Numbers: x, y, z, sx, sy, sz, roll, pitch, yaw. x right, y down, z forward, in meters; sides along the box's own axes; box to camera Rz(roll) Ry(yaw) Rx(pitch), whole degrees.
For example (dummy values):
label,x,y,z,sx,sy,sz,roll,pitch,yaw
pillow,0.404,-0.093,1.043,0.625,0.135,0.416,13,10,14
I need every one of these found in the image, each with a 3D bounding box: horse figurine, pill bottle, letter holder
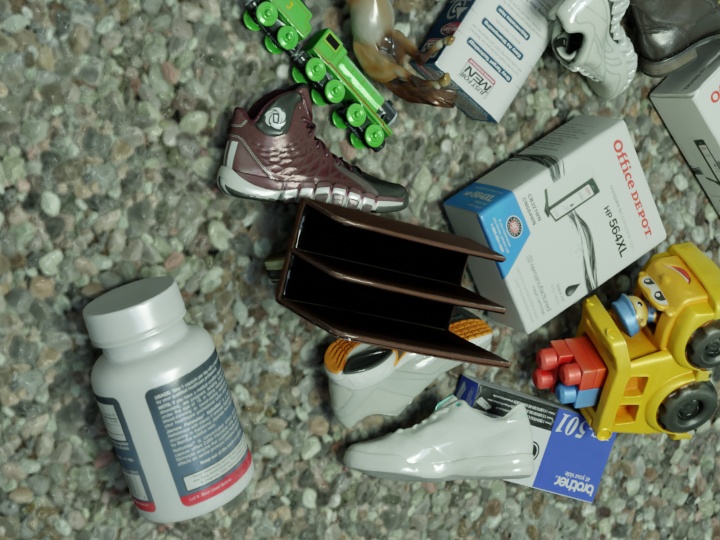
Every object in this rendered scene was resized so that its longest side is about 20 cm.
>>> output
label,x,y,z,sx,sy,sz,roll,pitch,yaw
horse figurine,0.028,-0.239,1.118,0.050,0.131,0.203,-38,120,-36
pill bottle,-0.180,0.115,1.081,0.118,0.119,0.203,-22,107,-19
letter holder,0.045,0.015,1.081,0.197,0.142,0.102,12,99,-30

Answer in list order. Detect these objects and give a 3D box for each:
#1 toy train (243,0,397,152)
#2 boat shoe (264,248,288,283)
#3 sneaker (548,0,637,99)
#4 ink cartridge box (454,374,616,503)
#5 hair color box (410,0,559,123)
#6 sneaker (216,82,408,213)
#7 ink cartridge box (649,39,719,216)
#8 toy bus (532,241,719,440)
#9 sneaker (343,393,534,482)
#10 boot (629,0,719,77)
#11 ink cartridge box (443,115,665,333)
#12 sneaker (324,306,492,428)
label,x,y,z,sx,sy,sz,roll,pitch,yaw
toy train,-0.035,-0.199,1.141,0.200,0.041,0.057,46,69,-24
boat shoe,0.000,0.000,1.170,0.197,0.073,0.066,-7,97,-23
sneaker,0.233,-0.232,1.202,0.081,0.075,0.200,-48,150,-8
ink cartridge box,0.186,0.188,1.302,0.197,0.044,0.096,19,92,-26
hair color box,0.148,-0.264,1.200,0.100,0.060,0.202,36,83,-26
sneaker,-0.037,-0.119,1.134,0.197,0.075,0.118,5,93,-24
ink cartridge box,0.443,-0.168,1.338,0.146,0.084,0.201,-43,112,-13
toy bus,0.285,0.081,1.260,0.188,0.137,0.203,-3,128,-16
sneaker,0.081,0.173,1.220,0.196,0.075,0.090,-2,76,6
boot,0.349,-0.321,1.253,0.199,0.069,0.175,-40,130,-12
ink cartridge box,0.208,-0.053,1.241,0.198,0.084,0.148,-33,111,-16
sneaker,0.049,0.101,1.220,0.197,0.076,0.093,-15,126,-25
